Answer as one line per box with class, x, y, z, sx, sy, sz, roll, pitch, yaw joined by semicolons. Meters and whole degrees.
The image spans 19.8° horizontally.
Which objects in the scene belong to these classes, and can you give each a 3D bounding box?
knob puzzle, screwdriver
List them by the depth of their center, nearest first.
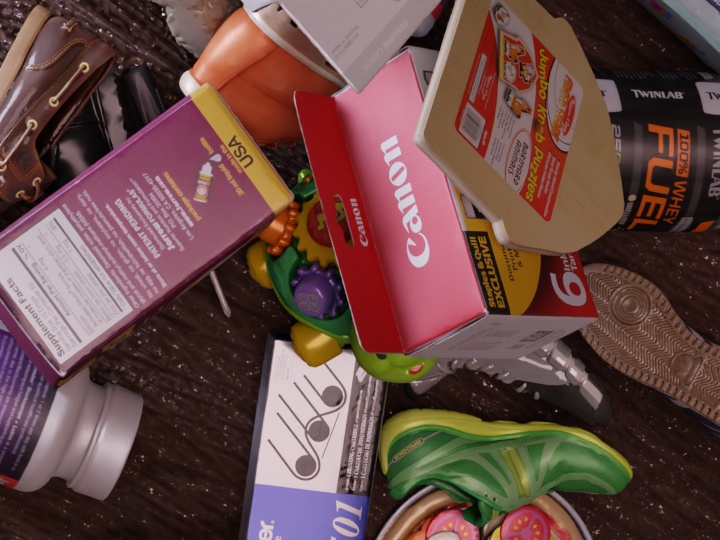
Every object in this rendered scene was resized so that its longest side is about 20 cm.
knob puzzle;0.115;-0.095;1.434;0.219;0.030;0.222;20;62;-43
screwdriver;-0.134;-0.058;1.542;0.028;0.029;0.202;-22;95;-8

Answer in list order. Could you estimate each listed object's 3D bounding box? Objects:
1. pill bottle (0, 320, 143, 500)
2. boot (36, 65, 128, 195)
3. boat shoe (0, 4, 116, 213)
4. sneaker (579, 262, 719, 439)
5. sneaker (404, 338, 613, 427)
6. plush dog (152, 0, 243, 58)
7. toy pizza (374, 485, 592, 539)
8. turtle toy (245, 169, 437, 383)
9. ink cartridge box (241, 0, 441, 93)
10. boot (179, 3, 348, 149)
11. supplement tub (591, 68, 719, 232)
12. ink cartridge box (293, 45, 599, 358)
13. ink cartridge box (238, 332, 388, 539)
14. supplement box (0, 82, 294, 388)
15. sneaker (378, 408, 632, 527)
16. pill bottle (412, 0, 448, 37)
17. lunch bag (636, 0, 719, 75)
pill bottle;-0.264;0.093;1.493;0.199;0.111;0.112;22;91;-13
boot;-0.243;-0.061;1.501;0.161;0.073;0.200;-14;92;-12
boat shoe;-0.240;-0.083;1.433;0.070;0.070;0.201;29;88;-3
sneaker;0.251;0.070;1.627;0.199;0.108;0.070;36;91;17
sneaker;0.093;0.073;1.592;0.116;0.075;0.200;-45;93;1
plush dog;-0.123;-0.273;1.477;0.199;0.160;0.173;24;68;-13
toy pizza;0.098;0.258;1.627;0.198;0.032;0.202;-1;97;-12
turtle toy;0.000;0.000;1.506;0.145;0.101;0.201;-30;63;-1
ink cartridge box;-0.008;-0.247;1.412;0.174;0.043;0.200;48;67;-17
boot;-0.047;-0.122;1.514;0.107;0.075;0.200;-45;135;10
supplement tub;0.212;-0.091;1.566;0.198;0.123;0.124;0;96;-11
ink cartridge box;0.059;-0.045;1.436;0.175;0.084;0.202;2;66;-49
ink cartridge box;-0.038;0.154;1.581;0.093;0.044;0.202;7;95;-11
supplement box;-0.158;-0.021;1.412;0.199;0.131;0.104;-37;92;-12
sneaker;0.110;0.158;1.591;0.198;0.074;0.084;6;72;-7
pill bottle;0.054;-0.283;1.517;0.110;0.111;0.201;33;89;-13
lunch bag;0.272;-0.229;1.524;0.170;0.200;0.122;40;87;-14
